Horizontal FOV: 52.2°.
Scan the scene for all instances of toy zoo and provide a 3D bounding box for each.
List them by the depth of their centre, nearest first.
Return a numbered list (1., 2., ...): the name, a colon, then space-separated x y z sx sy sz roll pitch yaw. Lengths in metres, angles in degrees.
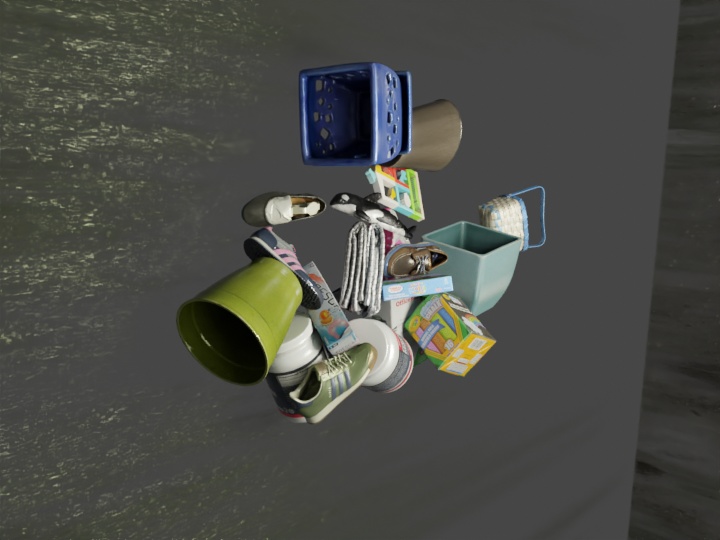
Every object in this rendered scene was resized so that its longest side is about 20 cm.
1. toy zoo: 0.079 -0.203 1.732 0.199 0.020 0.132 21 55 -48

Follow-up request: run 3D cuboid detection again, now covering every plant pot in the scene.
1. plant pot: -0.209 0.079 1.394 0.193 0.199 0.202 -51 132 -44
2. plant pot: 0.001 -0.326 1.539 0.179 0.199 0.202 -19 110 -52
3. plant pot: 0.284 0.006 1.928 0.195 0.195 0.202 -22 123 -44

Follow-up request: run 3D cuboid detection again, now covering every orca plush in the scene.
1. orca plush: 0.036 -0.138 1.631 0.105 0.199 0.072 5 107 -81

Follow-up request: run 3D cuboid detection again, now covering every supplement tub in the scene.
1. supplement tub: -0.132 0.200 1.524 0.140 0.140 0.201 -40 125 -36
2. supplement tub: 0.028 0.186 1.603 0.200 0.139 0.141 41 65 -66

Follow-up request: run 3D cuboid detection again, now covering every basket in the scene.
1. basket: 0.119 -0.304 1.702 0.199 0.136 0.181 -17 138 -46
2. basket: 0.437 -0.141 2.084 0.198 0.139 0.178 -10 108 -15

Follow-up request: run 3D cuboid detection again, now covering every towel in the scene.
1. towel: 0.000 0.000 1.611 0.085 0.166 0.202 5 85 -4

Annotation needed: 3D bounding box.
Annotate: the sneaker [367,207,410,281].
1. sneaker: 0.075 -0.061 1.760 0.088 0.081 0.202 -32 128 -42

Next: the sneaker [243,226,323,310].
1. sneaker: -0.138 -0.011 1.475 0.200 0.070 0.082 46 42 -6

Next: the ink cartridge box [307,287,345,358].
1. ink cartridge box: -0.073 0.144 1.657 0.099 0.039 0.202 -27 118 -43

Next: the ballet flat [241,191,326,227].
1. ballet flat: -0.148 -0.129 1.497 0.199 0.068 0.069 -17 110 -45

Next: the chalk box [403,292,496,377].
1. chalk box: 0.198 0.133 1.744 0.124 0.200 0.124 21 113 -48

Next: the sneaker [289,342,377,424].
1. sneaker: -0.057 0.207 1.443 0.200 0.067 0.090 -46 128 -4

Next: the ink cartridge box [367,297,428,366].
1. ink cartridge box: 0.094 0.138 1.808 0.145 0.084 0.202 -18 110 -46

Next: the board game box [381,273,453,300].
1. board game box: 0.112 0.035 1.640 0.150 0.200 0.037 -8 91 -5

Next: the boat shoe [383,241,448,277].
1. boat shoe: 0.133 -0.026 1.720 0.199 0.072 0.073 -22 121 -45

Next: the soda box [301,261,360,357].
1. soda box: -0.076 0.080 1.516 0.063 0.201 0.069 -31 147 -3
